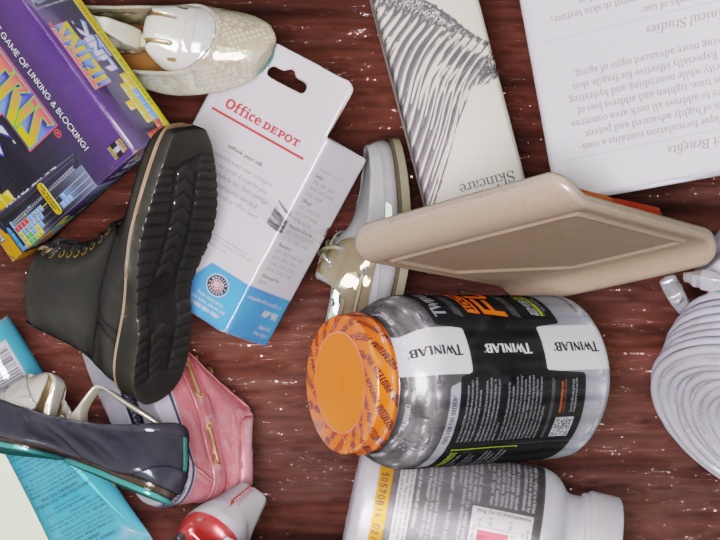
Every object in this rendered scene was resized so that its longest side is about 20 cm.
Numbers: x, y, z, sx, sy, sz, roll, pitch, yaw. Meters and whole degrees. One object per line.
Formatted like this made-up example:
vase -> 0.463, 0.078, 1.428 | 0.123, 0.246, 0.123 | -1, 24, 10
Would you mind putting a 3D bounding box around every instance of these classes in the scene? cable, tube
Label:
cable -> 0.305, 0.099, 1.180 | 0.069, 0.199, 0.201 | -51, 136, -28
tube -> -0.238, 0.133, 1.239 | 0.077, 0.050, 0.201 | -27, 95, 19

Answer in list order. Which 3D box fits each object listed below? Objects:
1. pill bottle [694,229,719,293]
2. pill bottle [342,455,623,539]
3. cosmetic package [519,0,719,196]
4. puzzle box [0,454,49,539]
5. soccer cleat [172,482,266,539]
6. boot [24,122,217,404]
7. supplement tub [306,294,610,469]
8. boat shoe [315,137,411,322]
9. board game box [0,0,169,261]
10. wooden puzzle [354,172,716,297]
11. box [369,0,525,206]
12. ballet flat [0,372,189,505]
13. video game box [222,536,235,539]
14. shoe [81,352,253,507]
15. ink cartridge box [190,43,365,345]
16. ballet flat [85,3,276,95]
pill bottle -> 0.356, 0.030, 1.217 | 0.200, 0.114, 0.114 | 42, 92, -1
pill bottle -> 0.088, 0.196, 1.226 | 0.198, 0.116, 0.117 | 12, 92, 1
cosmetic package -> 0.223, -0.164, 1.159 | 0.166, 0.166, 0.202 | -9, 92, 31
puzzle box -> -0.302, 0.202, 1.276 | 0.199, 0.025, 0.134 | -22, 92, 2
soccer cleat -> -0.124, 0.238, 1.236 | 0.068, 0.085, 0.201 | 34, 129, 12
boot -> -0.182, -0.022, 1.171 | 0.138, 0.077, 0.202 | 25, 109, 33
supplement tub -> 0.069, 0.078, 1.179 | 0.199, 0.122, 0.124 | 0, 93, -33
boat shoe -> 0.000, 0.000, 1.240 | 0.068, 0.075, 0.202 | 2, 93, -5
board game box -> -0.255, -0.133, 1.209 | 0.165, 0.057, 0.201 | -36, 91, 38
wooden puzzle -> 0.124, -0.024, 1.153 | 0.184, 0.199, 0.038 | -14, 69, 39
box -> 0.068, -0.122, 1.238 | 0.081, 0.068, 0.202 | -16, 91, 0
ballet flat -> -0.209, 0.112, 1.177 | 0.198, 0.073, 0.074 | 12, 92, 19
video game box -> -0.103, 0.292, 1.199 | 0.182, 0.200, 0.047 | -47, 57, 0
shoe -> -0.146, 0.086, 1.253 | 0.071, 0.091, 0.201 | -36, 62, 31
ink cartridge box -> -0.078, -0.061, 1.221 | 0.115, 0.067, 0.201 | 31, 93, 30
ballet flat -> -0.160, -0.166, 1.208 | 0.198, 0.062, 0.068 | 2, 76, 24
